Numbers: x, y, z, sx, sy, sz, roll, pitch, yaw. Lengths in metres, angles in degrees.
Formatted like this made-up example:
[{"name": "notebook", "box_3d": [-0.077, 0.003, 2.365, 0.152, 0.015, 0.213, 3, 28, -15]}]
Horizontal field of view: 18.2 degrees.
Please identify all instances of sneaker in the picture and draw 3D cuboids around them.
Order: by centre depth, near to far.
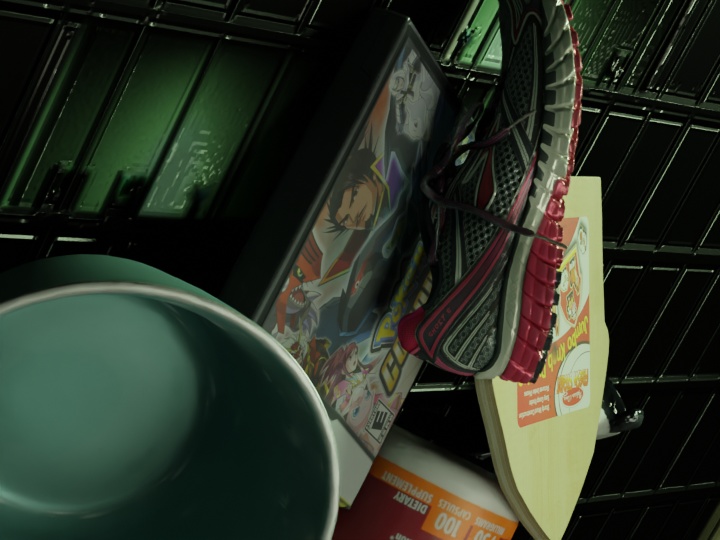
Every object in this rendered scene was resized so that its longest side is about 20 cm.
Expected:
[{"name": "sneaker", "box_3d": [0.066, -0.048, 1.091, 0.081, 0.075, 0.200, 86, 12, -85]}]

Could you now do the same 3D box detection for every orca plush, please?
[{"name": "orca plush", "box_3d": [0.098, 0.072, 1.347, 0.105, 0.071, 0.200, -18, 171, 42]}]

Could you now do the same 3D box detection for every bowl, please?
[{"name": "bowl", "box_3d": [-0.116, 0.074, 0.942, 0.200, 0.105, 0.201, -5, 116, -11]}]

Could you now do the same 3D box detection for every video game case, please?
[{"name": "video game case", "box_3d": [0.000, 0.000, 1.100, 0.200, 0.025, 0.181, -63, 152, -13]}]

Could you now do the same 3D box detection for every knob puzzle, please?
[{"name": "knob puzzle", "box_3d": [0.092, 0.049, 1.221, 0.220, 0.030, 0.220, 0, 90, -67]}]

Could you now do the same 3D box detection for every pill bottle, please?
[{"name": "pill bottle", "box_3d": [0.000, 0.188, 1.229, 0.113, 0.113, 0.200, 26, 89, -59]}]
